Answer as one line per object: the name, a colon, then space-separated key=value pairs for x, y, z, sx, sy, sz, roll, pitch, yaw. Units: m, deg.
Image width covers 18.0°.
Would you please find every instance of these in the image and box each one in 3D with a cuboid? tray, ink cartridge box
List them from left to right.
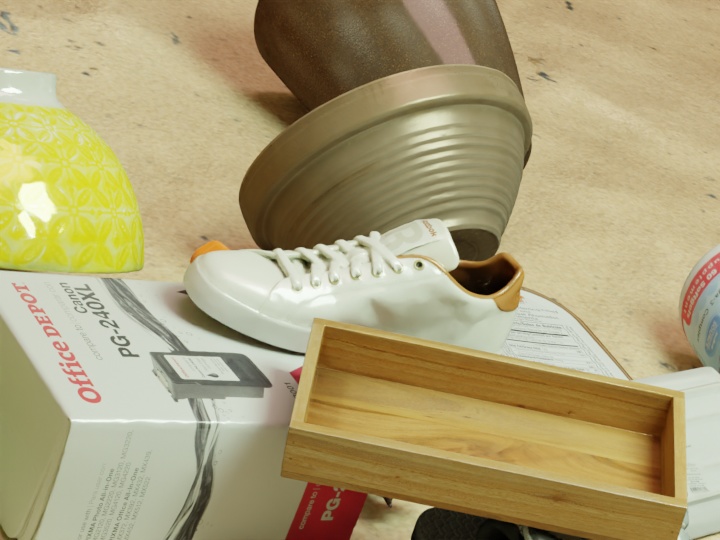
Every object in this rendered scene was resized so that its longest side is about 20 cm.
ink cartridge box: x=-0.108 y=0.074 z=1.209 sx=0.200 sy=0.084 sz=0.145 roll=4 pitch=29 yaw=-36
tray: x=0.065 y=0.084 z=1.159 sx=0.199 sy=0.037 sz=0.099 roll=11 pitch=33 yaw=0
tray: x=0.188 y=0.113 z=1.389 sx=0.200 sy=0.022 sz=0.108 roll=-7 pitch=67 yaw=-47

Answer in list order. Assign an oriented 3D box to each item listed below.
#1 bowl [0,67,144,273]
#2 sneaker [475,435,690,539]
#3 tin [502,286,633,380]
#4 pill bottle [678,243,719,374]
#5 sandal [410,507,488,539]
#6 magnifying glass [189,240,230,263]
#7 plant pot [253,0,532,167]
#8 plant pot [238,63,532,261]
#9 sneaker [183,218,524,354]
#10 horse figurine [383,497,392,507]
bowl: x=-0.217 y=-0.062 z=1.288 sx=0.200 sy=0.108 sz=0.200 roll=6 pitch=4 yaw=0
sneaker: x=0.110 y=0.129 z=1.185 sx=0.115 sy=0.075 sz=0.200 roll=18 pitch=33 yaw=-22
tin: x=0.120 y=0.069 z=1.469 sx=0.112 sy=0.042 sz=0.200 roll=11 pitch=26 yaw=-32
pill bottle: x=0.295 y=0.064 z=1.531 sx=0.108 sy=0.109 sz=0.200 roll=13 pitch=25 yaw=-19
sandal: x=0.113 y=0.188 z=1.218 sx=0.200 sy=0.043 sz=0.076 roll=26 pitch=30 yaw=-14
magnifying glass: x=-0.034 y=0.039 z=1.332 sx=0.080 sy=0.022 sz=0.200 roll=-31 pitch=49 yaw=-24
plant pot: x=0.044 y=-0.145 z=1.714 sx=0.187 sy=0.187 sz=0.200 roll=1 pitch=45 yaw=-38
plant pot: x=0.029 y=-0.039 z=1.468 sx=0.201 sy=0.201 sz=0.093 roll=-2 pitch=59 yaw=-42
sneaker: x=0.000 y=0.000 z=1.257 sx=0.200 sy=0.085 sz=0.073 roll=9 pitch=27 yaw=-29
horse figurine: x=0.011 y=0.067 z=1.352 sx=0.132 sy=0.050 sz=0.200 roll=-14 pitch=46 yaw=-33
